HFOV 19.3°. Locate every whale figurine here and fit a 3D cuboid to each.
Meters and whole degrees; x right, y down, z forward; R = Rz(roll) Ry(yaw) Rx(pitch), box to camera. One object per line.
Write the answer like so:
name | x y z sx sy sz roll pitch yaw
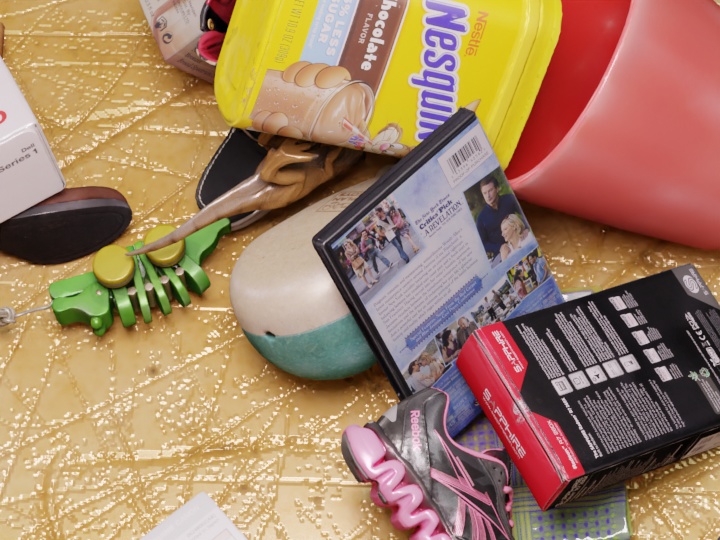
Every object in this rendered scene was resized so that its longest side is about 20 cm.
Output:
whale figurine | 0.000 0.000 1.502 0.158 0.104 0.200 -1 33 42

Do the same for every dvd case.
dvd case | 0.060 0.009 1.431 0.143 0.201 0.018 -41 36 -17

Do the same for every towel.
towel | 0.115 0.106 1.492 0.142 0.023 0.201 -2 64 0

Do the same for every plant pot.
plant pot | 0.205 -0.113 1.491 0.177 0.200 0.202 25 64 -20

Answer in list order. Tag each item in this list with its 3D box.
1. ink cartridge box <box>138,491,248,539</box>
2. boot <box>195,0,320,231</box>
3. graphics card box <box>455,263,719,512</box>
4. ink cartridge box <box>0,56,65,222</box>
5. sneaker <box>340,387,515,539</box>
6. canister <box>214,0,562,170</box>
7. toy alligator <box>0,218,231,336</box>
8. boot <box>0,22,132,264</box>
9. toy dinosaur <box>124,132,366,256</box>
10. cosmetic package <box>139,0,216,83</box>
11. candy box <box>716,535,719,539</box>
ink cartridge box | -0.103 0.271 1.410 0.160 0.047 0.200 -38 64 -15
boot | -0.073 -0.131 1.515 0.200 0.150 0.073 -47 60 4
graphics card box | 0.177 0.077 1.452 0.199 0.051 0.126 -17 63 -31
ink cartridge box | -0.320 -0.114 1.516 0.144 0.084 0.200 -29 57 -8
sneaker | 0.077 0.164 1.412 0.095 0.079 0.200 -38 92 -14
canister | 0.016 -0.148 1.416 0.199 0.149 0.087 9 27 -24
toy alligator | -0.177 0.020 1.517 0.199 0.059 0.054 -23 66 -10
boot | -0.270 -0.098 1.588 0.187 0.069 0.201 -11 57 4
toy dinosaur | -0.063 -0.061 1.482 0.199 0.107 0.060 -24 59 -27
cosmetic package | -0.059 -0.230 1.562 0.200 0.103 0.088 -36 63 23
candy box | 0.275 0.243 1.402 0.136 0.061 0.200 37 70 17
